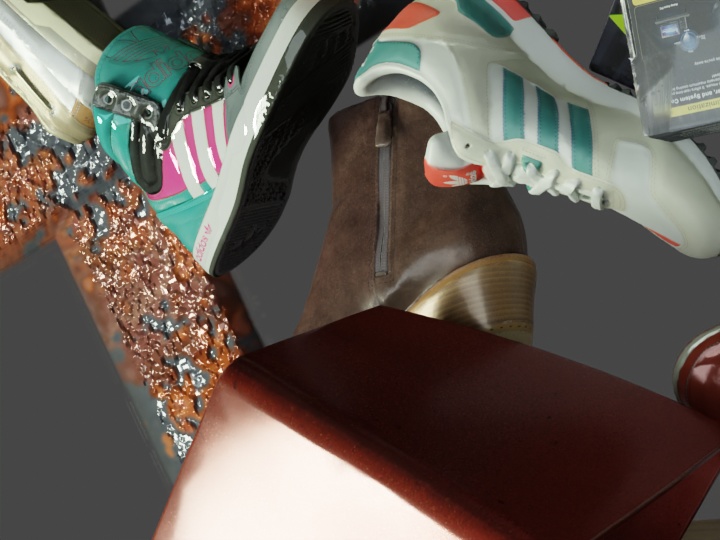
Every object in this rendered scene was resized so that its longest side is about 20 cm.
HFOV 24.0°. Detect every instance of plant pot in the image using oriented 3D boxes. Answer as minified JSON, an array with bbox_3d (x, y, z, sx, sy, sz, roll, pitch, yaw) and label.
[{"bbox_3d":[0.019,0.126,0.758,0.176,0.200,0.200,35,116,22],"label":"plant pot"}]

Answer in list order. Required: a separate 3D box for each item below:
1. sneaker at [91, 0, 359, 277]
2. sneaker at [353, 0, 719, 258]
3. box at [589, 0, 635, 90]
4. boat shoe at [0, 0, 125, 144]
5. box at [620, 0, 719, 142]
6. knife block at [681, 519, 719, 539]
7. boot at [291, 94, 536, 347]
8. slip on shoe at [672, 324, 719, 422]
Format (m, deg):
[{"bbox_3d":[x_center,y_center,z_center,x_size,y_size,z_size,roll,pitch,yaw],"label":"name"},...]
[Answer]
[{"bbox_3d":[-0.080,-0.100,0.905,0.121,0.084,0.200,42,135,13],"label":"sneaker"},{"bbox_3d":[0.083,-0.057,0.811,0.093,0.070,0.200,-43,74,-13],"label":"sneaker"},{"bbox_3d":[0.218,-0.118,0.765,0.200,0.036,0.143,27,113,22],"label":"box"},{"bbox_3d":[-0.216,-0.154,0.991,0.200,0.075,0.068,42,112,16],"label":"boat shoe"},{"bbox_3d":[0.205,-0.152,0.714,0.200,0.049,0.161,-12,85,26],"label":"box"},{"bbox_3d":[0.098,0.163,0.869,0.176,0.064,0.200,37,117,13],"label":"knife block"},{"bbox_3d":[0.000,0.000,0.894,0.200,0.072,0.167,-20,68,30],"label":"boot"},{"bbox_3d":[0.236,0.066,0.778,0.200,0.061,0.074,14,109,29],"label":"slip on shoe"}]
